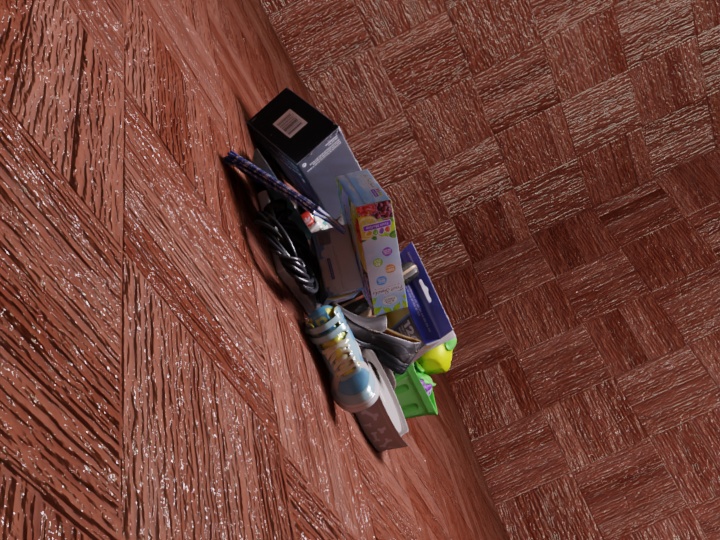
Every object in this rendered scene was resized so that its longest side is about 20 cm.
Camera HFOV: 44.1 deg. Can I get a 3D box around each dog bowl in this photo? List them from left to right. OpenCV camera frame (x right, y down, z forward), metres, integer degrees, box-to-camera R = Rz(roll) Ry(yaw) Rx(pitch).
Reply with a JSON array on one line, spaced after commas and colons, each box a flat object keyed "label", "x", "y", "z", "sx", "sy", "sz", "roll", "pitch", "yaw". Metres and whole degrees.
[{"label": "dog bowl", "x": 0.026, "y": 0.241, "z": 1.639, "sx": 0.201, "sy": 0.058, "sz": 0.200, "roll": 63, "pitch": 6, "yaw": -12}]

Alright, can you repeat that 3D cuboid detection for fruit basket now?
[{"label": "fruit basket", "x": 0.153, "y": 0.235, "z": 2.089, "sx": 0.156, "sy": 0.214, "sz": 0.216, "roll": 63, "pitch": 6, "yaw": -12}]

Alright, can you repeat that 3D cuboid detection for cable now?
[{"label": "cable", "x": -0.115, "y": -0.031, "z": 1.428, "sx": 0.200, "sy": 0.050, "sz": 0.164, "roll": -91, "pitch": 157, "yaw": -77}]

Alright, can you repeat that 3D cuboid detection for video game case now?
[{"label": "video game case", "x": -0.121, "y": -0.018, "z": 1.582, "sx": 0.183, "sy": 0.023, "sz": 0.201, "roll": 59, "pitch": 10, "yaw": -47}]

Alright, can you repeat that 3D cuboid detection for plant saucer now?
[{"label": "plant saucer", "x": -0.148, "y": -0.136, "z": 1.654, "sx": 0.201, "sy": 0.027, "sz": 0.200, "roll": 58, "pitch": -1, "yaw": 2}]

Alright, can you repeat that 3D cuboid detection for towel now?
[{"label": "towel", "x": -0.124, "y": -0.125, "z": 1.465, "sx": 0.199, "sy": 0.024, "sz": 0.145, "roll": 33, "pitch": 0, "yaw": 21}]

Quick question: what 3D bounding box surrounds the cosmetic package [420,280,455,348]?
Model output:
[{"label": "cosmetic package", "x": 0.081, "y": 0.094, "z": 2.009, "sx": 0.165, "sy": 0.199, "sz": 0.165, "roll": 57, "pitch": 8, "yaw": -46}]

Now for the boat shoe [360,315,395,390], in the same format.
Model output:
[{"label": "boat shoe", "x": 0.022, "y": 0.167, "z": 1.782, "sx": 0.072, "sy": 0.075, "sz": 0.201, "roll": -122, "pitch": -159, "yaw": -51}]

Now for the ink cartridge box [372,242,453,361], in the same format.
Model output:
[{"label": "ink cartridge box", "x": 0.081, "y": 0.078, "z": 1.784, "sx": 0.200, "sy": 0.047, "sz": 0.199, "roll": -49, "pitch": -120, "yaw": 52}]

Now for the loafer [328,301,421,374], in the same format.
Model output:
[{"label": "loafer", "x": 0.023, "y": 0.108, "z": 1.628, "sx": 0.199, "sy": 0.072, "sz": 0.073, "roll": 35, "pitch": 11, "yaw": -23}]

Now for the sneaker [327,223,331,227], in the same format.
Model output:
[{"label": "sneaker", "x": -0.064, "y": -0.059, "z": 1.920, "sx": 0.200, "sy": 0.076, "sz": 0.092, "roll": 41, "pitch": 8, "yaw": 28}]

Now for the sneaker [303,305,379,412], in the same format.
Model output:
[{"label": "sneaker", "x": -0.038, "y": 0.133, "z": 1.438, "sx": 0.131, "sy": 0.079, "sz": 0.200, "roll": 64, "pitch": -4, "yaw": -31}]

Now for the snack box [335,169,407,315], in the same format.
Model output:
[{"label": "snack box", "x": 0.018, "y": -0.051, "z": 1.523, "sx": 0.169, "sy": 0.067, "sz": 0.201, "roll": -118, "pitch": -163, "yaw": -63}]

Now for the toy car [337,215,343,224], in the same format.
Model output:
[{"label": "toy car", "x": -0.019, "y": -0.067, "z": 2.071, "sx": 0.175, "sy": 0.150, "sz": 0.201, "roll": 38, "pitch": 17, "yaw": -36}]

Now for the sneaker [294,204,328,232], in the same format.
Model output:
[{"label": "sneaker", "x": -0.094, "y": -0.070, "z": 1.813, "sx": 0.093, "sy": 0.070, "sz": 0.201, "roll": 52, "pitch": 9, "yaw": -53}]

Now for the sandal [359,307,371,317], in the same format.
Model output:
[{"label": "sandal", "x": -0.043, "y": 0.038, "z": 1.820, "sx": 0.070, "sy": 0.077, "sz": 0.212, "roll": 56, "pitch": 2, "yaw": -31}]

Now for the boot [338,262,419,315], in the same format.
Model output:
[{"label": "boot", "x": 0.000, "y": 0.000, "z": 1.727, "sx": 0.139, "sy": 0.199, "sz": 0.077, "roll": 62, "pitch": 3, "yaw": 14}]

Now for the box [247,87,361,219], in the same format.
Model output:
[{"label": "box", "x": -0.106, "y": -0.240, "z": 1.860, "sx": 0.200, "sy": 0.123, "sz": 0.199, "roll": 42, "pitch": -9, "yaw": 39}]

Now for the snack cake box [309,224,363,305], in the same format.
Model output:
[{"label": "snack cake box", "x": -0.048, "y": -0.006, "z": 1.597, "sx": 0.200, "sy": 0.067, "sz": 0.116, "roll": 125, "pitch": -50, "yaw": -81}]
